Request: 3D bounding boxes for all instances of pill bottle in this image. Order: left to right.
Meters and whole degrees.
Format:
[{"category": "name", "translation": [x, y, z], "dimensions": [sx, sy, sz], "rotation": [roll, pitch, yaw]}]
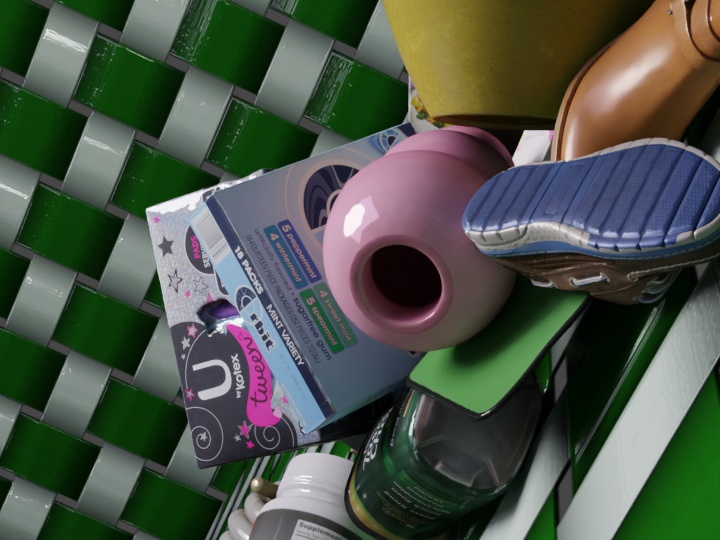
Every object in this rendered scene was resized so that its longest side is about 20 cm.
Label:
[{"category": "pill bottle", "translation": [-0.050, 0.266, 1.473], "dimensions": [0.114, 0.113, 0.201], "rotation": [122, 170, -57]}]

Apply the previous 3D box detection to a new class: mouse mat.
[{"category": "mouse mat", "translation": [0.114, 0.007, 1.062], "dimensions": [0.200, 0.008, 0.161], "rotation": [-47, 15, -7]}]

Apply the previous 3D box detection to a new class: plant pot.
[{"category": "plant pot", "translation": [0.099, -0.165, 1.095], "dimensions": [0.200, 0.198, 0.144], "rotation": [-173, 85, -85]}]

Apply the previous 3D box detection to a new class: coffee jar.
[{"category": "coffee jar", "translation": [0.052, 0.127, 1.195], "dimensions": [0.105, 0.085, 0.200], "rotation": [-65, 4, -26]}]

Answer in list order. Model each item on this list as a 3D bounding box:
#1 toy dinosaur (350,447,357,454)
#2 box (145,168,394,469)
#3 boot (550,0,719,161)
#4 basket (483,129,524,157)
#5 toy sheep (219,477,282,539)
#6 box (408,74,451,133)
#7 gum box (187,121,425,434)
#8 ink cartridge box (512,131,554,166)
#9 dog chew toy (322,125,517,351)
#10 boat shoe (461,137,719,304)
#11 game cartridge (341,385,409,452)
[{"category": "toy dinosaur", "translation": [0.029, 0.080, 1.675], "dimensions": [0.136, 0.101, 0.202], "rotation": [60, -149, -76]}, {"category": "box", "translation": [-0.069, 0.037, 1.300], "dimensions": [0.132, 0.114, 0.202], "rotation": [-1, -104, -62]}, {"category": "boot", "translation": [0.189, -0.117, 0.968], "dimensions": [0.201, 0.076, 0.155], "rotation": [-53, 8, -10]}, {"category": "basket", "translation": [0.143, -0.176, 1.401], "dimensions": [0.180, 0.135, 0.201], "rotation": [-47, 19, 38]}, {"category": "toy sheep", "translation": [-0.079, 0.274, 1.645], "dimensions": [0.201, 0.137, 0.138], "rotation": [-53, 6, 5]}, {"category": "box", "translation": [0.058, -0.141, 1.373], "dimensions": [0.201, 0.038, 0.042], "rotation": [-88, -5, -46]}, {"category": "gum box", "translation": [0.000, 0.000, 1.216], "dimensions": [0.199, 0.171, 0.045], "rotation": [-24, -10, -41]}, {"category": "ink cartridge box", "translation": [0.158, -0.097, 1.212], "dimensions": [0.117, 0.067, 0.202], "rotation": [-167, 100, -84]}, {"category": "dog chew toy", "translation": [0.051, -0.032, 1.108], "dimensions": [0.125, 0.124, 0.200], "rotation": [-63, -4, 29]}, {"category": "boat shoe", "translation": [0.143, -0.023, 0.943], "dimensions": [0.199, 0.072, 0.073], "rotation": [6, 58, 57]}, {"category": "game cartridge", "translation": [0.047, 0.056, 1.332], "dimensions": [0.201, 0.132, 0.041], "rotation": [-64, -20, 15]}]
